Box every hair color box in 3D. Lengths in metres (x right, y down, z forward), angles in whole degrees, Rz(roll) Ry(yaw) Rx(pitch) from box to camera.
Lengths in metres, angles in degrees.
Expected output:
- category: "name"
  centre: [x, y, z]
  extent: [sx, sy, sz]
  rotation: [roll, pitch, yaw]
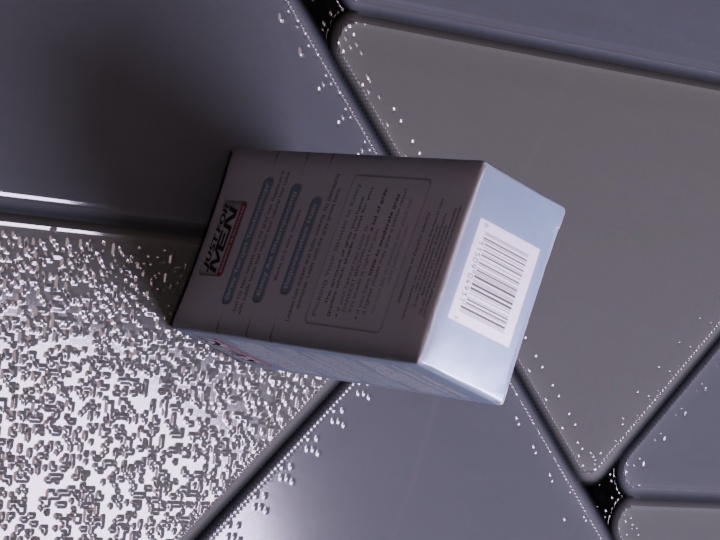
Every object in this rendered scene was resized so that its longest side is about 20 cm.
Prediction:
- category: "hair color box"
  centre: [0.000, 0.000, 1.237]
  extent: [0.060, 0.199, 0.100]
  rotation: [27, 77, -37]
